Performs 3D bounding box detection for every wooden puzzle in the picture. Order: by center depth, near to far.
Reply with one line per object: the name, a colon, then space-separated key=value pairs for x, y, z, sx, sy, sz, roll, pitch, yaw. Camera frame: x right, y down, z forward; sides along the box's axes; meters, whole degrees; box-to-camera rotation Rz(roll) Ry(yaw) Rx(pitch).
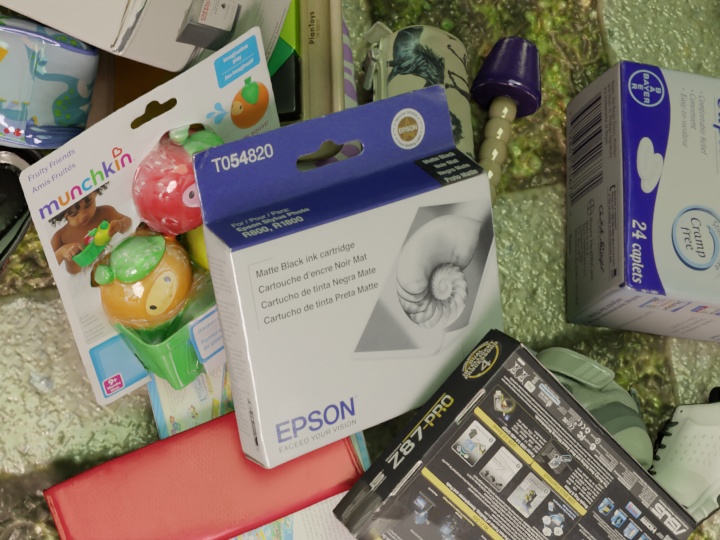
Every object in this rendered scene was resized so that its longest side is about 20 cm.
wooden puzzle: x=-0.108 y=-0.159 z=1.072 sx=0.199 sy=0.037 sz=0.186 roll=-6 pitch=73 yaw=15

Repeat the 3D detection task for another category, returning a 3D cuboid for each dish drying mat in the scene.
dish drying mat: x=-0.100 y=0.140 z=1.004 sx=0.199 sy=0.018 sz=0.077 roll=-21 pitch=80 yaw=-10

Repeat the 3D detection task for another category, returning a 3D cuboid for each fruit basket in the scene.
fruit basket: x=-0.110 y=-0.027 z=0.971 sx=0.185 sy=0.201 sz=0.094 roll=-36 pitch=53 yaw=-27

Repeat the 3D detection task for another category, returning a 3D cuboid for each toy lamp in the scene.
toy lamp: x=0.098 y=-0.084 z=1.165 sx=0.058 sy=0.058 sz=0.201 roll=21 pitch=69 yaw=-11

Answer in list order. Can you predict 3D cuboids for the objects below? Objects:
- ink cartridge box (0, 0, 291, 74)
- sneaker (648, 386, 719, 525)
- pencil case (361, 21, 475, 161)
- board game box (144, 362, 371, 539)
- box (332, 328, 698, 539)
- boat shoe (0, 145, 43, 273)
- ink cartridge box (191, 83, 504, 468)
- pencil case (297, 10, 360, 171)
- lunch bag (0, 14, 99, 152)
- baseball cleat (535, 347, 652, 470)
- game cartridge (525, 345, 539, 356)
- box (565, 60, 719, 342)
ink cartridge box: x=-0.149 y=-0.182 z=0.960 sx=0.145 sy=0.200 sz=0.085 roll=24 pitch=95 yaw=17
sneaker: x=0.234 y=0.150 z=1.134 sx=0.199 sy=0.074 sz=0.080 roll=-30 pitch=78 yaw=-32
pencil case: x=0.039 y=-0.081 z=1.110 sx=0.089 sy=0.078 sz=0.201 roll=16 pitch=56 yaw=-25
board game box: x=-0.059 y=0.142 z=1.034 sx=0.134 sy=0.034 sz=0.201 roll=-14 pitch=78 yaw=-8
box: x=0.105 y=0.162 z=1.003 sx=0.200 sy=0.049 sz=0.161 roll=43 pitch=84 yaw=-24
boat shoe: x=-0.277 y=-0.005 z=1.009 sx=0.074 sy=0.063 sz=0.202 roll=37 pitch=67 yaw=-7
ink cartridge box: x=0.000 y=0.000 z=0.980 sx=0.199 sy=0.041 sz=0.201 roll=-19 pitch=110 yaw=-29
pencil case: x=-0.046 y=-0.138 z=1.116 sx=0.083 sy=0.086 sz=0.201 roll=-2 pitch=75 yaw=-12
lunch bag: x=-0.272 y=-0.138 z=1.002 sx=0.199 sy=0.161 sz=0.083 roll=10 pitch=101 yaw=-18
baseball cleat: x=0.106 y=0.107 z=1.072 sx=0.199 sy=0.070 sz=0.107 roll=5 pitch=58 yaw=-22
game cartridge: x=0.106 y=0.159 z=1.101 sx=0.133 sy=0.041 sz=0.201 roll=29 pitch=67 yaw=-4
box: x=0.267 y=-0.047 z=1.183 sx=0.199 sy=0.105 sz=0.185 roll=8 pitch=71 yaw=-17
